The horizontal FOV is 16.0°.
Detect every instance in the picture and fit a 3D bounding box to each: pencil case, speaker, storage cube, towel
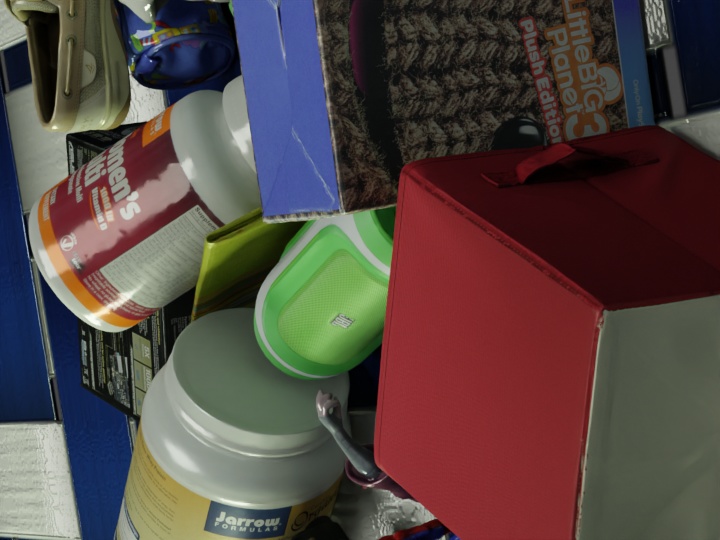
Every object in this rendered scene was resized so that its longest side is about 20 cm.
[{"bbox_3d":[-0.156,-0.226,1.834,0.078,0.086,0.201,-51,55,55],"label":"pencil case"},{"bbox_3d":[0.000,0.000,1.609,0.200,0.088,0.089,-46,58,57],"label":"speaker"},{"bbox_3d":[0.129,0.049,1.290,0.180,0.170,0.201,37,129,51],"label":"storage cube"},{"bbox_3d":[-0.069,-0.006,1.681,0.018,0.086,0.200,59,166,11],"label":"towel"}]

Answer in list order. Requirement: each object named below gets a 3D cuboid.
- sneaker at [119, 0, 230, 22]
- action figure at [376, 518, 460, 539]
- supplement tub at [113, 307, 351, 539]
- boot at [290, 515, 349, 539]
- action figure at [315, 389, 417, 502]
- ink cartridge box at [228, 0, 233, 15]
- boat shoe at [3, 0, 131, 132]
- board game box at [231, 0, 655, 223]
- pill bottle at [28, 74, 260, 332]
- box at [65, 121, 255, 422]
[{"bbox_3d":[-0.096,-0.233,1.721,0.200,0.078,0.099,-25,114,36],"label":"sneaker"},{"bbox_3d":[0.081,0.174,1.548,0.199,0.099,0.066,-21,75,39],"label":"action figure"},{"bbox_3d":[-0.086,0.139,1.752,0.145,0.144,0.201,56,144,38],"label":"supplement tub"},{"bbox_3d":[-0.023,0.225,1.610,0.139,0.077,0.200,60,-174,9],"label":"boot"},{"bbox_3d":[0.062,0.091,1.536,0.149,0.134,0.200,42,144,7],"label":"action figure"},{"bbox_3d":[0.006,-0.177,1.542,0.146,0.084,0.200,64,148,28],"label":"ink cartridge box"},{"bbox_3d":[-0.213,-0.195,1.789,0.072,0.065,0.201,-16,84,54],"label":"boat shoe"},{"bbox_3d":[0.044,-0.118,1.364,0.097,0.199,0.160,-2,97,61],"label":"board game box"},{"bbox_3d":[-0.115,-0.051,1.701,0.200,0.109,0.110,-32,65,23],"label":"pill bottle"},{"bbox_3d":[-0.141,0.003,1.877,0.164,0.086,0.201,22,117,59],"label":"box"}]
